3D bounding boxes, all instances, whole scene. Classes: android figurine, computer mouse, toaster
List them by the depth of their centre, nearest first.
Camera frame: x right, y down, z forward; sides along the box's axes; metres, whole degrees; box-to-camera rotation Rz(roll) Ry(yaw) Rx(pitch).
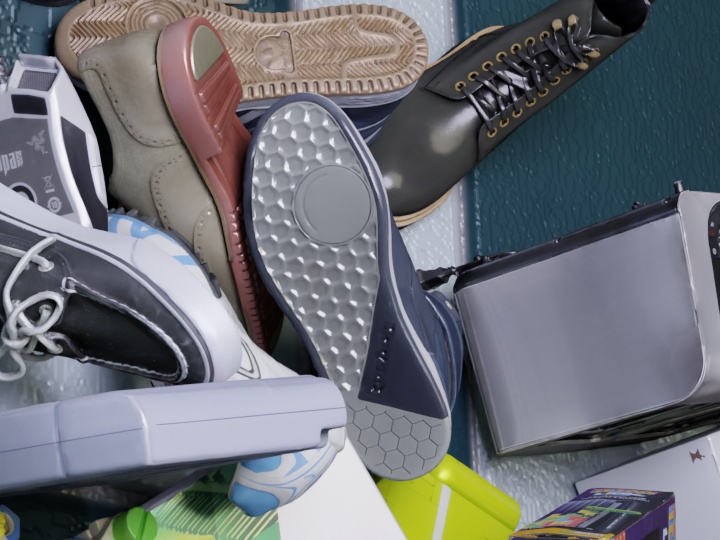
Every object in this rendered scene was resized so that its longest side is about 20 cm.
[{"bbox_3d":[-0.165,-0.067,1.128,0.044,0.109,0.201,-11,91,-64],"label":"computer mouse"},{"bbox_3d":[0.042,0.185,1.231,0.200,0.041,0.183,33,52,-30],"label":"android figurine"},{"bbox_3d":[0.165,0.032,1.323,0.180,0.200,0.119,2,72,-51],"label":"toaster"}]

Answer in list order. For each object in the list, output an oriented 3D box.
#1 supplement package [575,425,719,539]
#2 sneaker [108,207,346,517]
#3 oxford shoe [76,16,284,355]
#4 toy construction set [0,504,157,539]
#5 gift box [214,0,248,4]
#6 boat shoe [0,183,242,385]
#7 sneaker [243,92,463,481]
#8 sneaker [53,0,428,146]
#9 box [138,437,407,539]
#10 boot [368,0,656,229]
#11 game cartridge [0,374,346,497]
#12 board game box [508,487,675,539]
[{"bbox_3d":[0.246,0.146,1.390,0.200,0.109,0.114,-11,79,-45],"label":"supplement package"},{"bbox_3d":[-0.085,0.040,1.115,0.200,0.072,0.072,46,-11,37],"label":"sneaker"},{"bbox_3d":[-0.088,-0.040,1.181,0.071,0.074,0.201,-68,148,-54],"label":"oxford shoe"},{"bbox_3d":[-0.118,0.194,1.025,0.131,0.092,0.201,-8,86,-48],"label":"toy construction set"},{"bbox_3d":[-0.075,-0.244,1.201,0.184,0.187,0.201,-9,71,-45],"label":"gift box"},{"bbox_3d":[-0.148,0.012,1.050,0.199,0.074,0.068,29,49,21],"label":"boat shoe"},{"bbox_3d":[-0.001,0.001,1.207,0.146,0.077,0.203,-50,123,-79],"label":"sneaker"},{"bbox_3d":[-0.070,-0.100,1.247,0.199,0.109,0.070,1,70,-11],"label":"sneaker"},{"bbox_3d":[-0.030,0.184,1.129,0.144,0.036,0.200,-32,93,-21],"label":"box"},{"bbox_3d":[0.081,-0.109,1.331,0.078,0.138,0.200,51,46,-13],"label":"boot"},{"bbox_3d":[-0.119,0.077,1.014,0.133,0.200,0.041,-8,86,-44],"label":"game cartridge"},{"bbox_3d":[0.125,0.224,1.194,0.165,0.056,0.201,-7,96,-72],"label":"board game box"}]
